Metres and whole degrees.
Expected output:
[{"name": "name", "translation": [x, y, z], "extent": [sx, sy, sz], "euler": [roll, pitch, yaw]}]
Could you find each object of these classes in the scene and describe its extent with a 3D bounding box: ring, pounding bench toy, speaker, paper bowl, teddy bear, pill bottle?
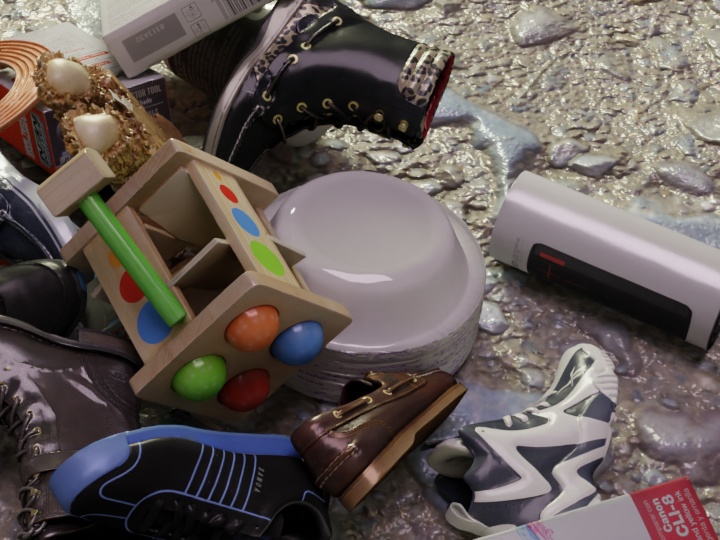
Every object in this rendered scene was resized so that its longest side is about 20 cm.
[{"name": "ring", "translation": [-0.335, -0.128, 1.321], "extent": [0.200, 0.019, 0.201], "euler": [-14, 33, 9]}, {"name": "pounding bench toy", "translation": [-0.127, 0.009, 1.157], "extent": [0.200, 0.124, 0.156], "euler": [23, 30, -55]}, {"name": "speaker", "translation": [0.208, -0.011, 1.350], "extent": [0.199, 0.081, 0.081], "euler": [24, 47, 16]}, {"name": "paper bowl", "translation": [0.000, 0.000, 1.298], "extent": [0.200, 0.105, 0.201], "euler": [3, 44, -3]}, {"name": "teddy bear", "translation": [-0.189, -0.096, 1.252], "extent": [0.067, 0.200, 0.145], "euler": [-40, 86, 7]}, {"name": "pill bottle", "translation": [-0.107, -0.205, 1.473], "extent": [0.200, 0.113, 0.113], "euler": [33, 50, 24]}]

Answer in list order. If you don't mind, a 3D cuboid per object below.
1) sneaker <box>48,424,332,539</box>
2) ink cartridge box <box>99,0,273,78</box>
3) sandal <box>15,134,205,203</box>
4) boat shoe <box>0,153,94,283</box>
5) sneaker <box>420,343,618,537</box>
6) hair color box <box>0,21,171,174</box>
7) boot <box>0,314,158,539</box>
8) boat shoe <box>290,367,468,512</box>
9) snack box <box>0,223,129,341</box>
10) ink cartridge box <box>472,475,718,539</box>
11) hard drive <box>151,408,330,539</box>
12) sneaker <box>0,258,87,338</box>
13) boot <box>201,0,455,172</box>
[{"name": "sneaker", "translation": [-0.102, 0.150, 1.066], "extent": [0.199, 0.070, 0.078], "euler": [2, 44, -41]}, {"name": "ink cartridge box", "translation": [-0.144, -0.251, 1.400], "extent": [0.161, 0.050, 0.200], "euler": [-28, 27, 5]}, {"name": "sandal", "translation": [-0.189, -0.079, 1.386], "extent": [0.199, 0.055, 0.082], "euler": [-4, 26, -7]}, {"name": "boat shoe", "translation": [-0.291, -0.033, 1.271], "extent": [0.091, 0.071, 0.200], "euler": [-33, 52, -24]}, {"name": "sneaker", "translation": [0.112, 0.121, 1.204], "extent": [0.129, 0.080, 0.200], "euler": [17, 55, -2]}, {"name": "hair color box", "translation": [-0.253, -0.148, 1.401], "extent": [0.111, 0.064, 0.200], "euler": [-21, 29, -26]}, {"name": "boot", "translation": [-0.223, 0.115, 1.119], "extent": [0.199, 0.069, 0.175], "euler": [2, 43, -15]}, {"name": "boat shoe", "translation": [0.016, 0.103, 1.171], "extent": [0.070, 0.070, 0.200], "euler": [42, 22, 9]}, {"name": "snack box", "translation": [-0.266, 0.005, 1.305], "extent": [0.200, 0.037, 0.116], "euler": [38, 53, 27]}, {"name": "ink cartridge box", "translation": [0.121, 0.239, 1.017], "extent": [0.199, 0.145, 0.145], "euler": [-13, 66, -20]}, {"name": "hard drive", "translation": [-0.127, 0.191, 1.133], "extent": [0.139, 0.038, 0.200], "euler": [24, 47, 16]}, {"name": "sneaker", "translation": [-0.295, 0.044, 1.191], "extent": [0.199, 0.082, 0.073], "euler": [-21, 82, 3]}, {"name": "boot", "translation": [-0.028, -0.125, 1.320], "extent": [0.153, 0.074, 0.204], "euler": [23, 71, 10]}]
